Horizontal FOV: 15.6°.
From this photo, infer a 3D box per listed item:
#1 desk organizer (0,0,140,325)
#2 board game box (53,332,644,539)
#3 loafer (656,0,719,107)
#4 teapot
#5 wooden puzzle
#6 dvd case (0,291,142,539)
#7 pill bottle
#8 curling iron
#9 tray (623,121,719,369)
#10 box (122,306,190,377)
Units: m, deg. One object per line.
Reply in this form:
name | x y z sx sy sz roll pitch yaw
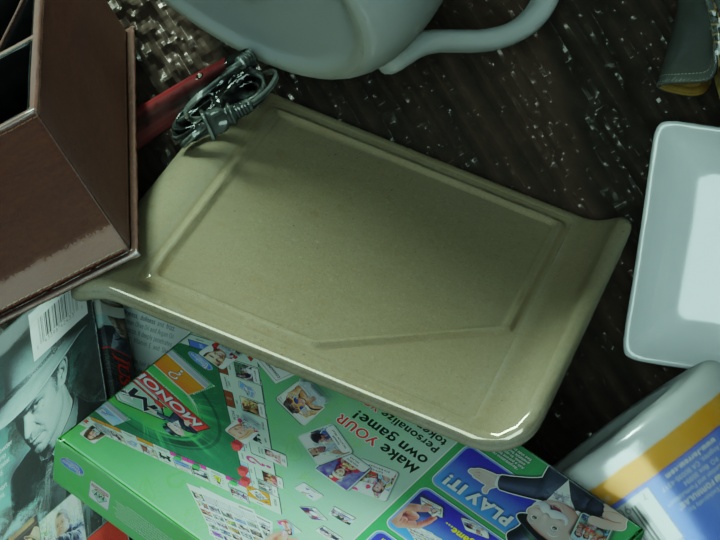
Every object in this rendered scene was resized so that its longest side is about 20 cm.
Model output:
desk organizer | -0.143 -0.070 1.109 0.072 0.200 0.077 -26 121 10
board game box | -0.005 0.094 1.057 0.200 0.135 0.029 34 140 20
loafer | 0.157 -0.097 1.115 0.072 0.073 0.200 -28 76 5
teapot | -0.022 -0.185 1.110 0.197 0.200 0.146 27 70 25
wooden puzzle | 0.000 0.000 1.113 0.200 0.185 0.037 18 123 10
dvd case | -0.142 0.111 1.123 0.146 0.022 0.200 -40 47 29
pill bottle | 0.166 0.148 1.121 0.112 0.112 0.200 -37 88 10
curling iron | -0.121 -0.051 1.173 0.200 0.050 0.026 -23 108 30
tray | 0.221 0.001 1.147 0.200 0.022 0.108 9 95 9
box | -0.103 0.075 1.179 0.082 0.049 0.200 17 98 35
